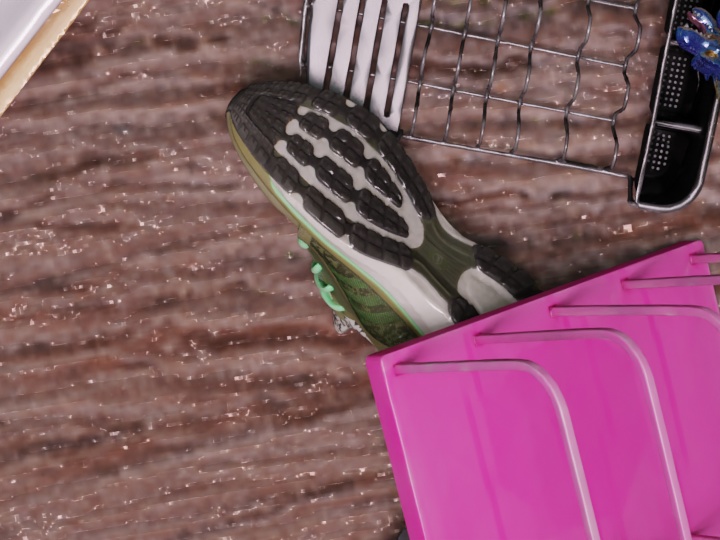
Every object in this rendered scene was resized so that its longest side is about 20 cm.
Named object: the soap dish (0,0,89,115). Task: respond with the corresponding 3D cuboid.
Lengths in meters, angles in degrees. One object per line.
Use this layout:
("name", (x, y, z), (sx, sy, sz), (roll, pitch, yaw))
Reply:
("soap dish", (-0.214, -0.136, 1.010), (0.157, 0.081, 0.200), (39, 98, -4))

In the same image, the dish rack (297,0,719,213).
("dish rack", (0.072, -0.119, 1.018), (0.198, 0.055, 0.155), (10, 97, 1))

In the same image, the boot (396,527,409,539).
("boot", (0.109, 0.169, 1.049), (0.199, 0.066, 0.165), (24, 55, 18))

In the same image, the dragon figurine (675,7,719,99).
("dragon figurine", (0.230, -0.100, 0.998), (0.199, 0.059, 0.100), (25, 90, -34))

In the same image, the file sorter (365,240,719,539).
("file sorter", (0.130, 0.076, 0.959), (0.199, 0.125, 0.140), (-18, 98, -34))

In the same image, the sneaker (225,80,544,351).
("sneaker", (0.000, 0.000, 1.023), (0.200, 0.077, 0.088), (46, 134, -10))
